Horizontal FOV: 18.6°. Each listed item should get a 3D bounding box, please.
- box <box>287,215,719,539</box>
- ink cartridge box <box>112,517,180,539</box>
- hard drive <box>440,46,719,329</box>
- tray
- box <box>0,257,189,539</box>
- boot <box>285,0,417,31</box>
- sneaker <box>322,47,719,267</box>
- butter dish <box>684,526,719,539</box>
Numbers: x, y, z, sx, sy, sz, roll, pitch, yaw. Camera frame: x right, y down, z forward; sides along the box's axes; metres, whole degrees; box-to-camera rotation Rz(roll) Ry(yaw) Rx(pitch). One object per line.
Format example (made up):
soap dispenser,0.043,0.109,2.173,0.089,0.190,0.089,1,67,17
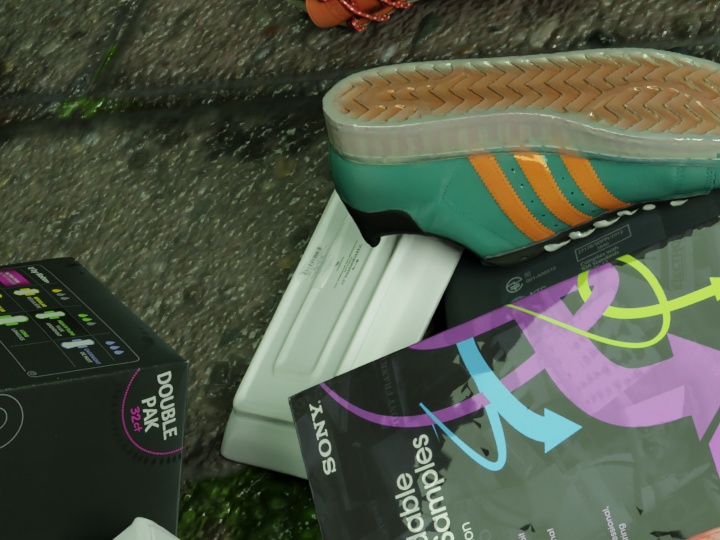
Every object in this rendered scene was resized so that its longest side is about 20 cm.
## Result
box,0.076,0.081,0.864,0.200,0.036,0.143,-25,64,20
ink cartridge box,-0.117,0.229,0.856,0.200,0.084,0.176,-39,38,20
hard drive,0.102,0.000,0.960,0.139,0.033,0.200,-26,41,18
tray,0.000,0.000,1.014,0.107,0.022,0.200,6,66,55
box,-0.191,0.092,0.948,0.200,0.149,0.124,-8,27,-32
boot,0.026,-0.162,1.150,0.107,0.075,0.200,-51,32,-8
sneaker,0.085,-0.044,0.943,0.200,0.080,0.071,2,37,16
butter dish,0.085,0.176,0.676,0.199,0.148,0.200,-28,59,-2
